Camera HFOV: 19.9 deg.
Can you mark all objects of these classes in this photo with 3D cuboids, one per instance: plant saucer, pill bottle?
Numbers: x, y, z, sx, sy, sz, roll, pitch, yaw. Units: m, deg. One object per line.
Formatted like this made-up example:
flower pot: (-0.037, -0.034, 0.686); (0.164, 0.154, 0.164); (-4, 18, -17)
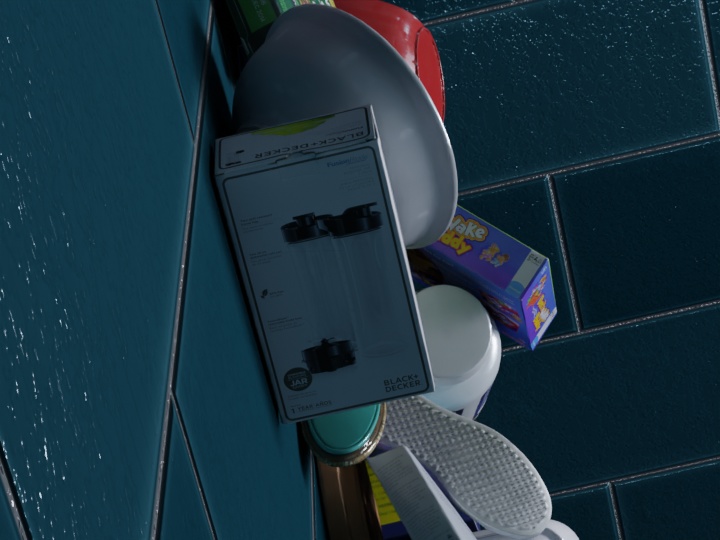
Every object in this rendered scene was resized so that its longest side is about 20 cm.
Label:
plant saucer: (-0.001, 0.221, 1.694); (0.200, 0.032, 0.203); (-12, 90, -87)
pill bottle: (0.067, 0.079, 1.828); (0.200, 0.110, 0.112); (97, -18, -74)

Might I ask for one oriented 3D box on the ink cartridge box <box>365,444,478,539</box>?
ink cartridge box: (0.077, 0.228, 1.658); (0.201, 0.040, 0.200); (56, 1, 42)

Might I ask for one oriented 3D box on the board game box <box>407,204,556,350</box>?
board game box: (0.077, -0.017, 1.820); (0.199, 0.045, 0.135); (32, -14, 18)

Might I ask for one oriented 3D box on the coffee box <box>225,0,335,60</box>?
coffee box: (-0.060, -0.211, 1.701); (0.124, 0.044, 0.200); (68, 14, 9)

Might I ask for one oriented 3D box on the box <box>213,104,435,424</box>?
box: (-0.023, -0.003, 1.413); (0.060, 0.115, 0.202); (-97, 173, -62)

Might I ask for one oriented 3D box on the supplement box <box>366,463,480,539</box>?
supplement box: (0.041, 0.161, 1.971); (0.110, 0.108, 0.202); (67, 11, -74)

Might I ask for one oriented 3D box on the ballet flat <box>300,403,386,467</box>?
ballet flat: (-0.017, 0.100, 1.617); (0.201, 0.070, 0.066); (-93, -176, -52)

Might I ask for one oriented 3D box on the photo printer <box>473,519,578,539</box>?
photo printer: (0.110, 0.281, 1.920); (0.166, 0.198, 0.070); (56, 22, -79)

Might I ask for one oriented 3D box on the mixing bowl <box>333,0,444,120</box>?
mixing bowl: (0.016, -0.171, 1.915); (0.200, 0.107, 0.202); (-7, 90, -74)

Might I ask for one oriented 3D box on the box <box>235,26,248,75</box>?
box: (-0.085, -0.189, 1.792); (0.201, 0.032, 0.122); (-97, 174, -48)

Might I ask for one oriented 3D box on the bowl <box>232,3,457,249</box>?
bowl: (-0.030, -0.083, 1.483); (0.201, 0.090, 0.202); (36, -34, 29)

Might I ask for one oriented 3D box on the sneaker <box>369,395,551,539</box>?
sneaker: (0.075, 0.163, 1.734); (0.199, 0.074, 0.082); (36, -18, 14)
